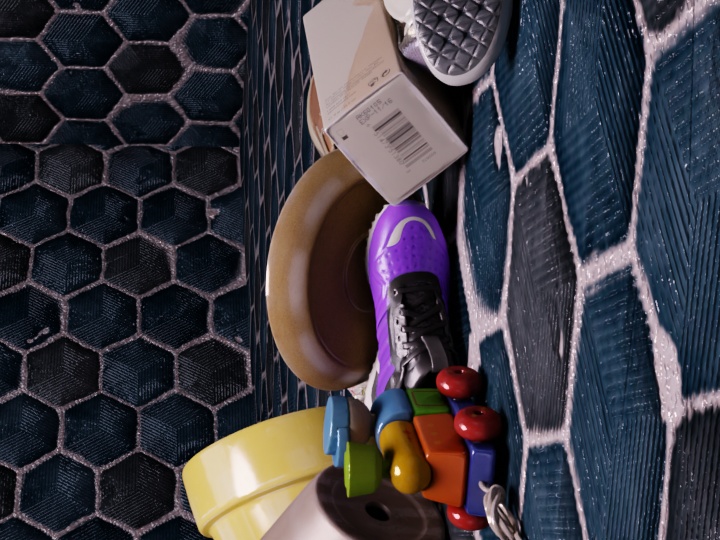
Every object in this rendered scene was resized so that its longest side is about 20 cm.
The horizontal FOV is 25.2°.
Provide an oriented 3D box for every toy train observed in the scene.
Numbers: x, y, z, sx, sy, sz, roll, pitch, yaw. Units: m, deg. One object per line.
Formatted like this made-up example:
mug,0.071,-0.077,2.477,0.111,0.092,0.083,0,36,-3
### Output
toy train,0.039,0.138,1.104,0.200,0.114,0.086,-110,21,-69

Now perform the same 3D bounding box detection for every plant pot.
plant pot,-0.057,0.259,1.590,0.201,0.199,0.191,110,144,-67
plant pot,-0.015,0.261,1.328,0.201,0.198,0.175,-103,31,-59
plant pot,0.000,0.000,1.305,0.027,0.199,0.203,9,102,38

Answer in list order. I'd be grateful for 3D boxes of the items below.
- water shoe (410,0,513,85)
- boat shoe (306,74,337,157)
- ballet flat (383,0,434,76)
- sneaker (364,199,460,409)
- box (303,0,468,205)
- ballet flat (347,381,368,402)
water shoe,0.076,-0.224,1.109,0.079,0.071,0.203,14,-107,-70
boat shoe,-0.005,-0.130,1.632,0.074,0.075,0.202,117,144,-62
ballet flat,0.044,-0.219,1.244,0.201,0.071,0.073,-103,15,-56
sneaker,0.048,0.049,1.260,0.099,0.069,0.203,-140,48,-70
box,0.017,-0.152,1.286,0.095,0.077,0.201,45,-161,-31
ballet flat,0.018,0.044,1.430,0.064,0.075,0.202,-120,28,-60
